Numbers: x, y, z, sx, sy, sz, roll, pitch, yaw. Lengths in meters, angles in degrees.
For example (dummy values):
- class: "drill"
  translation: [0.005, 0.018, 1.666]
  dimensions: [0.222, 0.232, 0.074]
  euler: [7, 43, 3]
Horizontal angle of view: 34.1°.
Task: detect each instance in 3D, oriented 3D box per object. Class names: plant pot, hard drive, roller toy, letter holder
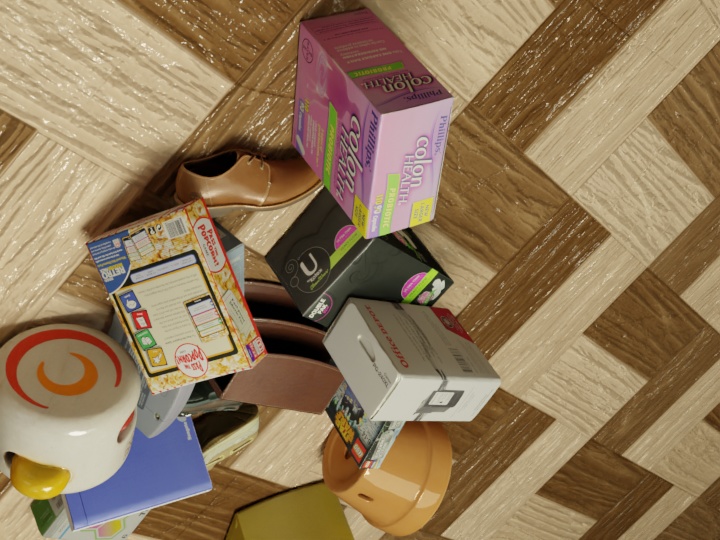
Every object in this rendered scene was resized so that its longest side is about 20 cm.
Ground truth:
- class: "plant pot"
  translation: [0.031, 0.312, 1.895]
  dimensions: [0.139, 0.201, 0.201]
  euler: [24, 112, -31]
- class: "hard drive"
  translation: [-0.315, 0.264, 1.608]
  dimensions: [0.198, 0.133, 0.025]
  euler: [-12, 163, -29]
- class: "roller toy"
  translation: [-0.362, 0.172, 1.429]
  dimensions: [0.181, 0.200, 0.141]
  euler: [-15, 138, -35]
- class: "plant pot"
  translation: [-0.127, 0.490, 1.942]
  dimensions: [0.175, 0.201, 0.201]
  euler: [3, 127, -26]
- class: "letter holder"
  translation: [-0.109, 0.106, 1.638]
  dimensions: [0.199, 0.101, 0.143]
  euler: [16, 115, -46]

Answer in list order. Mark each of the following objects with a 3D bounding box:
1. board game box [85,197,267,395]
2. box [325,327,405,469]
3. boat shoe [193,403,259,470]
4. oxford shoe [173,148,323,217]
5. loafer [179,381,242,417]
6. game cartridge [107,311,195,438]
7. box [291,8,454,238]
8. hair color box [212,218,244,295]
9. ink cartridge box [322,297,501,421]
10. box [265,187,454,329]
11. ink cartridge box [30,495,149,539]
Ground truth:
- class: "board game box"
  translation: [-0.216, 0.033, 1.378]
  dimensions: [0.150, 0.202, 0.046]
  euler: [-16, -167, 26]
- class: "box"
  translation: [-0.003, 0.167, 1.698]
  dimensions: [0.040, 0.200, 0.138]
  euler: [4, 125, -36]
- class: "boat shoe"
  translation: [-0.233, 0.262, 1.713]
  dimensions: [0.199, 0.074, 0.067]
  euler: [-24, 135, -17]
- class: "oxford shoe"
  translation: [-0.129, -0.116, 1.428]
  dimensions: [0.198, 0.071, 0.072]
  euler: [-13, 130, -27]
- class: "loafer"
  translation: [-0.236, 0.180, 1.631]
  dimensions: [0.199, 0.072, 0.063]
  euler: [-2, 128, -40]
- class: "game cartridge"
  translation: [-0.264, 0.109, 1.489]
  dimensions: [0.041, 0.133, 0.201]
  euler: [-31, 151, -54]
- class: "box"
  translation: [0.008, -0.173, 1.372]
  dimensions: [0.096, 0.200, 0.177]
  euler: [-17, 138, -25]
- class: "hair color box"
  translation: [-0.199, 0.028, 1.480]
  dimensions: [0.060, 0.099, 0.201]
  euler: [-31, 144, -33]
- class: "ink cartridge box"
  translation: [0.067, 0.120, 1.554]
  dimensions: [0.199, 0.146, 0.084]
  euler: [7, 127, -43]
- class: "box"
  translation: [0.000, 0.000, 1.597]
  dimensions: [0.149, 0.125, 0.199]
  euler: [-47, 140, 12]
- class: "ink cartridge box"
  translation: [-0.361, 0.338, 1.696]
  dimensions: [0.104, 0.059, 0.199]
  euler: [-50, 140, 14]
